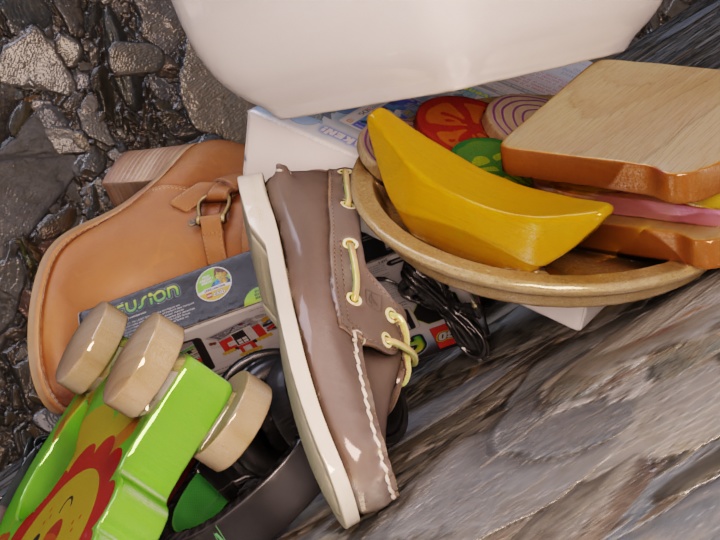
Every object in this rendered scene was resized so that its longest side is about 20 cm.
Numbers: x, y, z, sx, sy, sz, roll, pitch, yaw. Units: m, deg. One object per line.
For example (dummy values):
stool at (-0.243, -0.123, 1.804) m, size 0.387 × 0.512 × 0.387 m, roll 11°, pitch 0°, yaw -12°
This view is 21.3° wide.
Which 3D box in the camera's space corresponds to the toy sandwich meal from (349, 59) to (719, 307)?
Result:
toy sandwich meal at (0.093, -0.052, 0.847) m, size 0.203 × 0.071 × 0.206 m, roll 0°, pitch 30°, yaw 0°

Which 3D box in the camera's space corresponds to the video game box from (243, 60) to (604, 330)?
video game box at (0.071, -0.061, 0.977) m, size 0.182 × 0.199 × 0.047 m, roll -34°, pitch -38°, yaw -49°

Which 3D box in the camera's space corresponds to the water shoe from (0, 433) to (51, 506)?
water shoe at (-0.214, 0.151, 1.420) m, size 0.199 × 0.079 × 0.072 m, roll -33°, pitch 4°, yaw -3°

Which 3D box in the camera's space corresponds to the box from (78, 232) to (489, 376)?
box at (-0.039, 0.029, 1.032) m, size 0.198 × 0.035 × 0.110 m, roll -19°, pitch -34°, yaw 7°

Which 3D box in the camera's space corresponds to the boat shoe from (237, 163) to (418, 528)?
boat shoe at (-0.009, 0.025, 0.833) m, size 0.059 × 0.072 × 0.201 m, roll -13°, pitch 42°, yaw -5°

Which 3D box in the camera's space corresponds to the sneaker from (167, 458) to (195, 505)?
sneaker at (-0.141, 0.146, 1.105) m, size 0.200 × 0.078 × 0.116 m, roll -66°, pitch 0°, yaw -60°

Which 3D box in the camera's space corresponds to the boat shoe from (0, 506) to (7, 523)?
boat shoe at (-0.244, 0.198, 1.063) m, size 0.072 × 0.060 × 0.200 m, roll -30°, pitch 5°, yaw 36°

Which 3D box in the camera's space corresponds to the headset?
headset at (-0.014, 0.074, 0.925) m, size 0.200 × 0.094 × 0.123 m, roll -53°, pitch 15°, yaw -29°

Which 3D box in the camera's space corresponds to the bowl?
bowl at (0.035, -0.122, 0.894) m, size 0.199 × 0.075 × 0.199 m, roll -5°, pitch 8°, yaw 45°

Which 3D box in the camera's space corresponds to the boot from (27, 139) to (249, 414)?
boot at (-0.098, -0.002, 1.113) m, size 0.153 × 0.074 × 0.201 m, roll 2°, pitch 53°, yaw 25°

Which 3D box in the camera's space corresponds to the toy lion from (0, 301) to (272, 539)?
toy lion at (-0.130, 0.114, 0.885) m, size 0.193 × 0.068 × 0.200 m, roll -58°, pitch 17°, yaw -8°
